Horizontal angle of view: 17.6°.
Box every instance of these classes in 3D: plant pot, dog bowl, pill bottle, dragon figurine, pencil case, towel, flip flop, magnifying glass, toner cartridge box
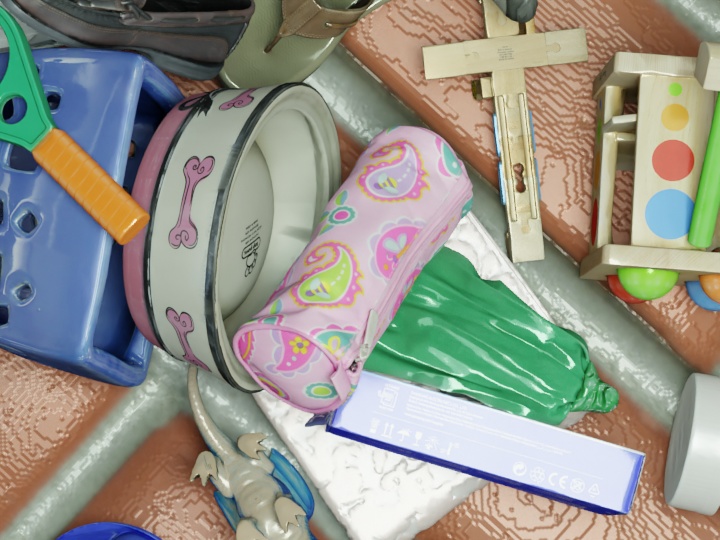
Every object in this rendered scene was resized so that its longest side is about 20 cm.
[{"bbox_3d":[-0.223,-0.041,1.504,0.180,0.200,0.200,11,84,6],"label":"plant pot"},{"bbox_3d":[-0.083,-0.026,1.485,0.074,0.200,0.200,10,85,19],"label":"dog bowl"},{"bbox_3d":[0.309,0.132,1.540,0.200,0.110,0.110,11,86,0],"label":"pill bottle"},{"bbox_3d":[-0.067,0.151,1.557,0.059,0.099,0.200,-35,68,-2],"label":"dragon figurine"},{"bbox_3d":[0.000,0.000,1.467,0.087,0.087,0.200,32,54,1],"label":"pencil case"},{"bbox_3d":[0.033,0.068,1.579,0.200,0.032,0.191,-35,86,-4],"label":"towel"},{"bbox_3d":[-0.018,-0.192,1.583,0.200,0.058,0.081,-33,90,-5],"label":"flip flop"},{"bbox_3d":[-0.203,-0.091,1.403,0.200,0.022,0.080,44,91,16],"label":"magnifying glass"},{"bbox_3d":[0.079,0.112,1.514,0.200,0.095,0.043,17,84,-1],"label":"toner cartridge box"}]

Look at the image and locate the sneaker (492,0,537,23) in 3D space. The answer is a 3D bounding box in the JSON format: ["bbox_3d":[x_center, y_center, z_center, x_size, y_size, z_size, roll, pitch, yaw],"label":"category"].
[{"bbox_3d":[0.050,-0.235,1.552,0.079,0.074,0.200,-33,67,-12],"label":"sneaker"}]

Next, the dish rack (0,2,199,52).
[{"bbox_3d":[-0.187,-0.218,1.537,0.200,0.172,0.044,-11,43,-1],"label":"dish rack"}]

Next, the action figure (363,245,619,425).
[{"bbox_3d":[0.078,0.049,1.536,0.200,0.055,0.118,25,75,5],"label":"action figure"}]

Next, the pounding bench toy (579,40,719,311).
[{"bbox_3d":[0.219,-0.057,1.507,0.124,0.200,0.156,5,85,-1],"label":"pounding bench toy"}]

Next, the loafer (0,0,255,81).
[{"bbox_3d":[-0.148,-0.176,1.486,0.063,0.200,0.072,-45,58,23],"label":"loafer"}]

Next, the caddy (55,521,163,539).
[{"bbox_3d":[-0.164,0.267,1.527,0.141,0.105,0.200,-18,86,22],"label":"caddy"}]

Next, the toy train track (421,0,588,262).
[{"bbox_3d":[0.101,-0.106,1.596,0.115,0.033,0.200,-7,92,-9],"label":"toy train track"}]
